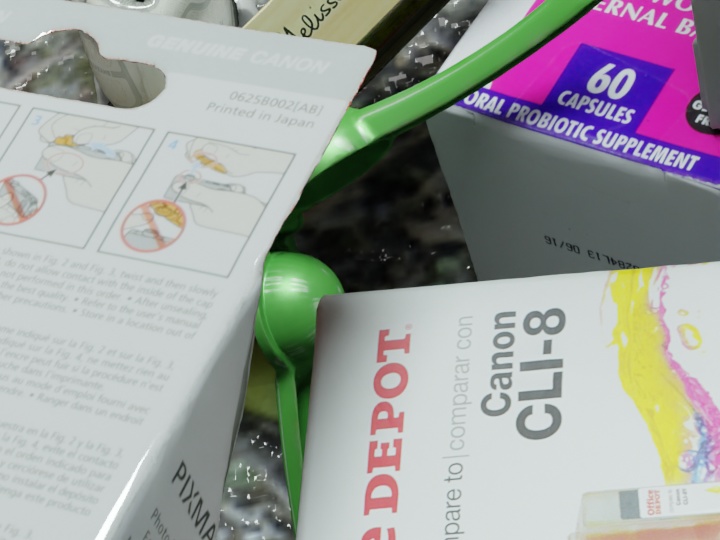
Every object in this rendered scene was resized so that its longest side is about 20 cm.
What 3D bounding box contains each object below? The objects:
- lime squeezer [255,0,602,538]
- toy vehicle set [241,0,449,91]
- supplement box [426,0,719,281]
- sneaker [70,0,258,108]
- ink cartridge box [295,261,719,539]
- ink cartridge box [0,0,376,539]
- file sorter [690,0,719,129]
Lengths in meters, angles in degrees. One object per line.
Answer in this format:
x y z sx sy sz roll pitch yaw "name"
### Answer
0.000 0.000 0.764 0.071 0.200 0.038 23 16 6 "lime squeezer"
-0.001 -0.078 0.813 0.200 0.124 0.027 -45 88 1 "toy vehicle set"
0.119 -0.078 0.818 0.101 0.103 0.200 18 59 29 "supplement box"
-0.075 -0.126 0.928 0.075 0.081 0.200 -19 48 4 "sneaker"
0.093 0.094 0.663 0.200 0.145 0.145 -6 52 14 "ink cartridge box"
-0.100 0.024 0.616 0.162 0.057 0.200 11 49 24 "ink cartridge box"
0.139 -0.164 0.725 0.124 0.139 0.200 -7 51 9 "file sorter"
